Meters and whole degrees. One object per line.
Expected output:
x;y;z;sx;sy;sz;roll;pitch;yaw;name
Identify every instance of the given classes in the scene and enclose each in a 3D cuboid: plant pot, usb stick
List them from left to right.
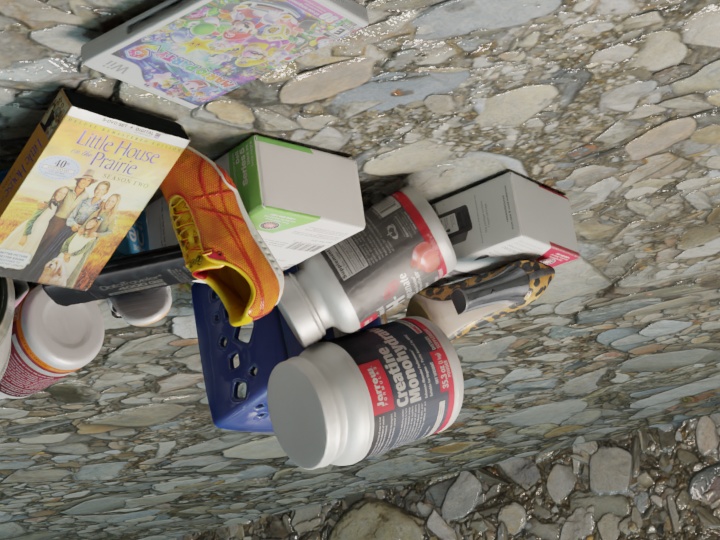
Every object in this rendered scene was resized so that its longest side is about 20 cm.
-0.241;0.003;1.477;0.197;0.033;0.056;-11;149;21;usb stick
-0.075;0.081;1.780;0.198;0.203;0.179;10;149;-44;plant pot

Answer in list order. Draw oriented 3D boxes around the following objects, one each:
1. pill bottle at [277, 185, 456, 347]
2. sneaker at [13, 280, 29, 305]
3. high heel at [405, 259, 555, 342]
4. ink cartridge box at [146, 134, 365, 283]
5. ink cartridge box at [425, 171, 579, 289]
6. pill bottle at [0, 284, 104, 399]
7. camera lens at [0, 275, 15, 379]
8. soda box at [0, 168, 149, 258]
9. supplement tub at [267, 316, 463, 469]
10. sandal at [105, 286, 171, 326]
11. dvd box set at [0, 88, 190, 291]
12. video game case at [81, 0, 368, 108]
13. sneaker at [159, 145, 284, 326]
0.000;0.000;1.596;0.198;0.111;0.111;-31;164;-7;pill bottle
-0.441;0.001;1.590;0.081;0.071;0.200;-32;160;-2;sneaker
0.141;0.039;1.704;0.141;0.072;0.200;-16;174;-26;high heel
-0.115;-0.057;1.512;0.144;0.085;0.199;10;154;-42;ink cartridge box
0.141;-0.034;1.708;0.198;0.085;0.144;-22;158;33;ink cartridge box
-0.416;0.094;1.776;0.112;0.115;0.199;7;155;-41;pill bottle
-0.428;0.056;1.411;0.158;0.162;0.200;-3;158;-18;camera lens
-0.294;-0.050;1.472;0.063;0.069;0.200;-15;161;17;soda box
0.007;0.140;1.627;0.198;0.142;0.140;-15;168;-34;supplement tub
-0.247;0.031;1.573;0.078;0.060;0.207;-21;-153;-8;sandal
-0.269;-0.070;1.338;0.145;0.030;0.201;13;123;-48;dvd box set
-0.112;-0.195;1.179;0.198;0.018;0.143;-20;160;30;video game case
-0.149;-0.040;1.387;0.073;0.201;0.077;-35;-179;44;sneaker
